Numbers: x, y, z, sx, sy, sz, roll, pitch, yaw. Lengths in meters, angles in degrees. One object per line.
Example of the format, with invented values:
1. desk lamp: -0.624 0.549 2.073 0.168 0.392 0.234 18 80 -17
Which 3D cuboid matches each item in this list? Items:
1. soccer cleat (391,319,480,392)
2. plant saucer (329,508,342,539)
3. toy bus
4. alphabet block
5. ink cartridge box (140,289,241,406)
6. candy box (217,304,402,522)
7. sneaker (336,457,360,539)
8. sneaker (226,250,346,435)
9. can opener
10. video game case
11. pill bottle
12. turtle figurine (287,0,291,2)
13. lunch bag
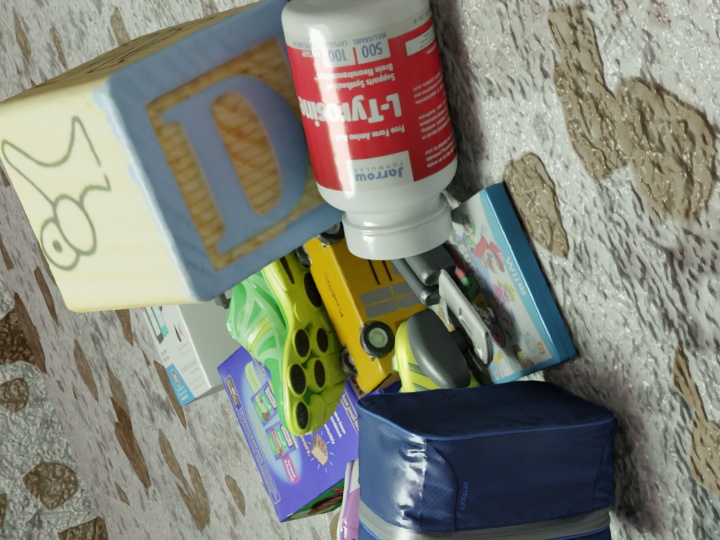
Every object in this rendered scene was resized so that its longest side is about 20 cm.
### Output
1. soccer cleat: 0.095 0.122 1.450 0.084 0.065 0.200 -16 107 40
2. plant saucer: 0.064 0.262 1.534 0.200 0.035 0.200 14 148 9
3. toy bus: 0.000 0.000 1.532 0.200 0.078 0.065 67 155 12
4. alphabet block: -0.152 -0.091 1.442 0.200 0.196 0.196 -4 111 51
5. ink cartridge box: -0.145 0.015 1.829 0.200 0.146 0.147 67 159 4
6. candy box: -0.027 0.116 1.631 0.200 0.077 0.169 -40 67 44
7. sneaker: 0.040 0.239 1.424 0.073 0.114 0.201 9 -113 -88
8. sneaker: -0.069 0.055 1.562 0.084 0.074 0.200 -34 61 41
9. can opener: 0.047 0.006 1.417 0.053 0.066 0.200 92 154 -51
10. video game case: 0.098 0.021 1.413 0.143 0.018 0.200 67 159 4
11. pill bottle: 0.012 -0.116 1.349 0.112 0.112 0.200 30 136 59
12. turtle figurine: -0.032 -0.216 1.431 0.162 0.064 0.200 66 159 4
13. lunch bag: 0.098 0.163 1.320 0.136 0.200 0.133 -156 65 -64
